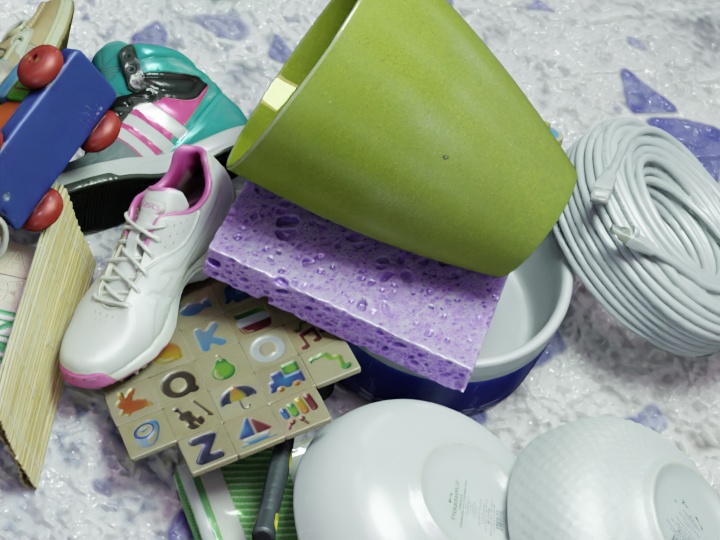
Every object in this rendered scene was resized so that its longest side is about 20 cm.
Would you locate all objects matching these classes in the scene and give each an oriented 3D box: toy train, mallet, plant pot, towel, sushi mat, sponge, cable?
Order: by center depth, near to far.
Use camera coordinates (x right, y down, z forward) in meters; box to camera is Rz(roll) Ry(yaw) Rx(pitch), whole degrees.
[{"bbox_3d":[-0.216,0.043,1.352,0.012,0.096,0.200,1,51,10],"label":"sushi mat"},{"bbox_3d":[-0.263,-0.065,1.353,0.116,0.085,0.200,12,62,45],"label":"toy train"},{"bbox_3d":[-0.049,0.117,1.355,0.041,0.066,0.200,3,46,8],"label":"mallet"},{"bbox_3d":[0.043,-0.090,1.357,0.200,0.187,0.187,35,51,-10],"label":"plant pot"},{"bbox_3d":[-0.014,0.180,1.362,0.200,0.023,0.153,-9,59,-26],"label":"towel"},{"bbox_3d":[0.000,0.000,1.385,0.200,0.030,0.112,25,45,2],"label":"sponge"},{"bbox_3d":[0.230,-0.024,1.515,0.200,0.069,0.200,41,31,-17],"label":"cable"}]

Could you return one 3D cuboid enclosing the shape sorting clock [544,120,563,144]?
[{"bbox_3d":[0.058,-0.123,1.528,0.200,0.039,0.200,9,16,-3],"label":"shape sorting clock"}]

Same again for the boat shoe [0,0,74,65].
[{"bbox_3d":[-0.268,-0.131,1.475,0.063,0.073,0.201,22,60,-2],"label":"boat shoe"}]

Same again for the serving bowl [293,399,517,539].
[{"bbox_3d":[0.057,0.167,1.320,0.200,0.066,0.200,22,47,-26],"label":"serving bowl"}]

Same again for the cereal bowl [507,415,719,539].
[{"bbox_3d":[0.194,0.186,1.333,0.200,0.083,0.200,31,43,-35],"label":"cereal bowl"}]

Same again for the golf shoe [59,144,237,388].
[{"bbox_3d":[-0.153,-0.006,1.384,0.075,0.092,0.200,14,51,26],"label":"golf shoe"}]

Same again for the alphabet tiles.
[{"bbox_3d":[-0.099,0.057,1.373,0.166,0.006,0.200,-22,43,-9],"label":"alphabet tiles"}]

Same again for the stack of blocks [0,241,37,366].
[{"bbox_3d":[-0.292,0.066,1.329,0.115,0.059,0.200,14,52,-8],"label":"stack of blocks"}]

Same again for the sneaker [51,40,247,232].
[{"bbox_3d":[-0.180,-0.108,1.475,0.200,0.084,0.121,-20,68,-38],"label":"sneaker"}]

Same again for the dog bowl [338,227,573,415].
[{"bbox_3d":[0.051,0.007,1.472,0.200,0.079,0.200,9,53,-12],"label":"dog bowl"}]
